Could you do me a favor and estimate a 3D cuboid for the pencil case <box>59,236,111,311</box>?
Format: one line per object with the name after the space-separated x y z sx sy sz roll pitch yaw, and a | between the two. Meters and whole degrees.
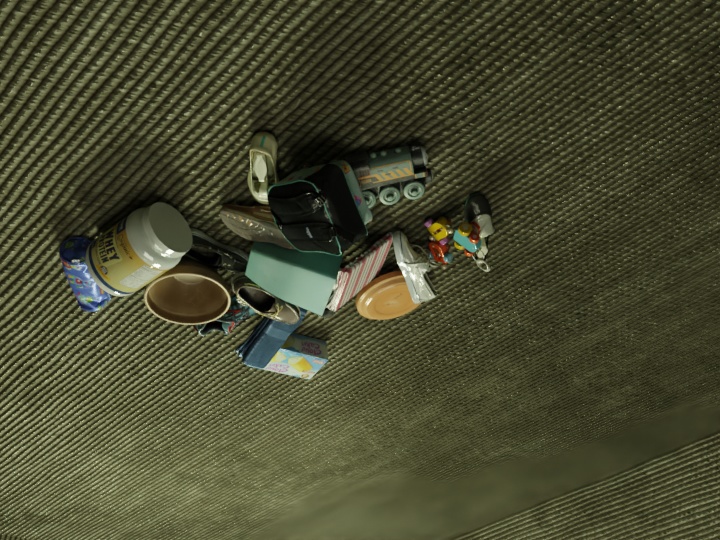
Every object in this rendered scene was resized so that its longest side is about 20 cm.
-0.627 0.012 1.605 0.087 0.078 0.200 16 141 7 | pencil case

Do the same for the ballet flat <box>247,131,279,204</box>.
-0.202 -0.193 1.442 0.069 0.070 0.200 -3 140 -6 | ballet flat

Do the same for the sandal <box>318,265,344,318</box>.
-0.080 0.064 1.786 0.075 0.045 0.200 4 139 -14 | sandal

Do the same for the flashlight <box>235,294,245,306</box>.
-0.207 0.039 1.725 0.199 0.068 0.068 -12 177 -1 | flashlight

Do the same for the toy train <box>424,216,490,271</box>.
0.227 -0.065 1.634 0.200 0.056 0.150 13 140 51 | toy train

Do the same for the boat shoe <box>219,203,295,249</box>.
-0.209 -0.107 1.540 0.199 0.072 0.076 19 142 1 | boat shoe

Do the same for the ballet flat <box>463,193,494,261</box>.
0.283 -0.091 1.642 0.068 0.069 0.200 -18 141 -4 | ballet flat

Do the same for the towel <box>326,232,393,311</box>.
0.000 0.000 1.650 0.030 0.200 0.147 38 138 15 | towel

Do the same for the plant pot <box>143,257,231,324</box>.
-0.408 0.036 1.660 0.200 0.093 0.201 -5 141 -4 | plant pot

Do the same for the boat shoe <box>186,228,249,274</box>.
-0.333 -0.029 1.623 0.200 0.057 0.069 29 128 -36 | boat shoe

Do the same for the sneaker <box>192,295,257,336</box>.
-0.325 0.123 1.774 0.199 0.096 0.079 -12 141 1 | sneaker

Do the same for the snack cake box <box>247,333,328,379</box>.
-0.204 0.231 1.949 0.199 0.067 0.115 17 133 -27 | snack cake box

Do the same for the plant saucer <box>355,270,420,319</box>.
0.086 0.070 1.803 0.200 0.032 0.201 -14 147 -9 | plant saucer

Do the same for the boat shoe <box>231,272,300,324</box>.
-0.222 0.078 1.673 0.200 0.060 0.072 37 103 -30 | boat shoe

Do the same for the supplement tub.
-0.476 -0.047 1.510 0.200 0.145 0.144 -30 136 24 | supplement tub

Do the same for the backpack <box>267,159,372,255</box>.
-0.087 -0.127 1.418 0.200 0.153 0.176 -5 119 46 | backpack

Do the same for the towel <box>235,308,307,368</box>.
-0.228 0.159 1.808 0.200 0.049 0.112 -53 146 2 | towel

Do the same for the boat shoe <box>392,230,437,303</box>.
0.142 -0.013 1.675 0.086 0.075 0.202 -14 116 16 | boat shoe

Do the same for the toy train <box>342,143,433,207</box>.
0.052 -0.201 1.468 0.199 0.085 0.114 -11 131 3 | toy train

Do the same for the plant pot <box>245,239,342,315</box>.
-0.152 -0.019 1.602 0.199 0.142 0.141 19 136 -5 | plant pot
